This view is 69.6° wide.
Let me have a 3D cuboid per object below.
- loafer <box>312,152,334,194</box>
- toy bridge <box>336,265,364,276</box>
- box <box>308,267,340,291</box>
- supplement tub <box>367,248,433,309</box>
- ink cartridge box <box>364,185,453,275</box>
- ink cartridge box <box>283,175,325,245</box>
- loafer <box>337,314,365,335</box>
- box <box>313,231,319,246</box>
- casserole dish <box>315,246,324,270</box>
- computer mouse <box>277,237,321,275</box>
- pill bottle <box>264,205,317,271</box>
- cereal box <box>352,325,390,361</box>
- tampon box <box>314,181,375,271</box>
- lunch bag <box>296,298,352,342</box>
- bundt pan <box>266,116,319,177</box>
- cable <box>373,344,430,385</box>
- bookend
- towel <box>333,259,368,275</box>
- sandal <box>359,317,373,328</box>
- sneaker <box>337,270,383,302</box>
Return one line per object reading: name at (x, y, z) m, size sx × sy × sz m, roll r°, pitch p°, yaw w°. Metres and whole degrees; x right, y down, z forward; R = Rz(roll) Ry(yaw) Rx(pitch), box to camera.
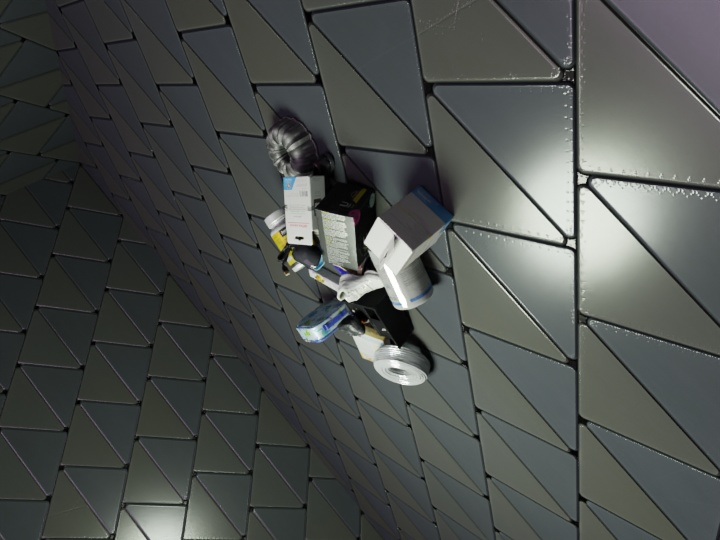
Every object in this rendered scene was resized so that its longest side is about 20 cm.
loafer at (-0.131, -0.278, 1.610) m, size 0.072 × 0.063 × 0.200 m, roll 42°, pitch 147°, yaw 17°
toy bridge at (0.000, 0.000, 1.678) m, size 0.199 × 0.027 × 0.067 m, roll 18°, pitch 147°, yaw 9°
box at (-0.111, 0.034, 1.916) m, size 0.199 × 0.041 × 0.039 m, roll 26°, pitch 141°, yaw 35°
supplement tub at (0.118, -0.001, 1.494) m, size 0.132 × 0.132 × 0.201 m, roll 0°, pitch 120°, yaw 53°
ink cartridge box at (0.115, -0.097, 1.334) m, size 0.125 × 0.200 × 0.129 m, roll 46°, pitch 148°, yaw 11°
ink cartridge box at (-0.166, -0.182, 1.559) m, size 0.115 × 0.067 × 0.202 m, roll 7°, pitch 104°, yaw 39°
loafer at (-0.030, 0.195, 1.771) m, size 0.070 × 0.068 × 0.200 m, roll 48°, pitch 167°, yaw -6°
box at (-0.117, -0.163, 1.701) m, size 0.082 × 0.068 × 0.200 m, roll 50°, pitch 149°, yaw 8°
casserole dish at (-0.167, -0.069, 1.867) m, size 0.121 × 0.039 × 0.200 m, roll 53°, pitch 158°, yaw -1°
computer mouse at (-0.201, -0.040, 1.593) m, size 0.200 × 0.046 × 0.141 m, roll 42°, pitch 108°, yaw 47°
pill bottle at (-0.227, -0.108, 1.728) m, size 0.201 × 0.114 × 0.114 m, roll 56°, pitch 149°, yaw -2°
cereal box at (0.050, 0.275, 1.886) m, size 0.143 × 0.040 × 0.201 m, roll 17°, pitch 146°, yaw 29°
tampon box at (-0.036, -0.130, 1.525) m, size 0.126 × 0.150 × 0.201 m, roll 15°, pitch 136°, yaw 20°
lunch bag at (-0.131, 0.188, 1.940) m, size 0.160 × 0.200 × 0.083 m, roll -7°, pitch 116°, yaw 54°
bundt pan at (-0.223, -0.373, 1.626) m, size 0.201 × 0.076 × 0.203 m, roll 33°, pitch 144°, yaw 28°
cable at (0.139, 0.325, 1.781) m, size 0.200 × 0.070 × 0.199 m, roll 33°, pitch 147°, yaw -26°
bookend at (0.045, 0.143, 1.730) m, size 0.199 × 0.092 × 0.199 m, roll 12°, pitch 143°, yaw 46°
towel at (-0.042, -0.051, 1.732) m, size 0.148 × 0.049 × 0.200 m, roll 42°, pitch 147°, yaw 16°
sandal at (0.005, 0.160, 1.870) m, size 0.079 × 0.059 × 0.208 m, roll 22°, pitch 137°, yaw 41°
sneaker at (0.006, 0.057, 1.637) m, size 0.199 × 0.100 × 0.075 m, roll -11°, pitch 139°, yaw 43°
